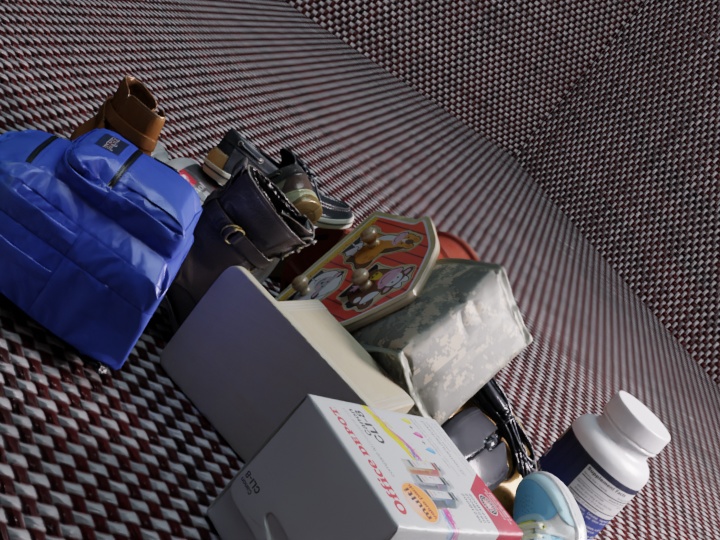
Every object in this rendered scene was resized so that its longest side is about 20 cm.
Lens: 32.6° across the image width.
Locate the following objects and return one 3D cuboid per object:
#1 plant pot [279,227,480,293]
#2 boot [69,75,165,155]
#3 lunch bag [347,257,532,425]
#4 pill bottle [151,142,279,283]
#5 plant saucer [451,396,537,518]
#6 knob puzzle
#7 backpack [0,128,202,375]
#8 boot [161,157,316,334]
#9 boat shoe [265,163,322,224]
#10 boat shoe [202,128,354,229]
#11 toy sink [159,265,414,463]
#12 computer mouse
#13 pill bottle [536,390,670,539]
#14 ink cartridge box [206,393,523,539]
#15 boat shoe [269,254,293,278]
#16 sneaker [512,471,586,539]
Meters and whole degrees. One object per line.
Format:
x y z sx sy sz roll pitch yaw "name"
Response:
0.018 0.034 1.494 0.194 0.202 0.201 13 30 -44 "plant pot"
-0.242 -0.094 1.257 0.073 0.155 0.200 18 27 -54 "boot"
0.048 0.070 1.289 0.199 0.164 0.118 10 -49 52 "lunch bag"
-0.190 -0.053 1.353 0.200 0.111 0.111 43 16 8 "pill bottle"
0.124 0.208 1.317 0.199 0.035 0.202 15 62 -31 "plant saucer"
0.000 0.000 1.294 0.031 0.218 0.220 58 7 -25 "knob puzzle"
-0.251 -0.042 1.083 0.199 0.169 0.163 31 12 -7 "backpack"
-0.118 0.001 1.200 0.200 0.173 0.070 53 21 -33 "boot"
-0.133 -0.044 1.262 0.073 0.198 0.065 50 19 -58 "boat shoe"
-0.082 -0.100 1.378 0.199 0.063 0.075 24 9 -32 "boat shoe"
-0.070 0.106 1.174 0.200 0.131 0.112 44 16 16 "toy sink"
0.106 0.184 1.257 0.199 0.053 0.139 -29 90 -41 "computer mouse"
0.273 0.244 1.473 0.111 0.200 0.111 37 15 -12 "pill bottle"
0.005 0.213 1.029 0.199 0.145 0.146 18 27 -52 "ink cartridge box"
-0.103 -0.029 1.585 0.200 0.073 0.063 41 5 -44 "boat shoe"
0.161 0.286 1.222 0.130 0.079 0.202 23 50 -38 "sneaker"
